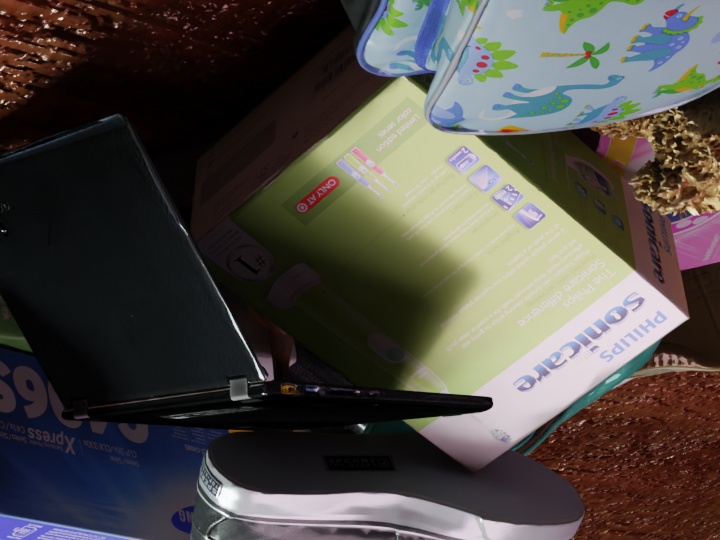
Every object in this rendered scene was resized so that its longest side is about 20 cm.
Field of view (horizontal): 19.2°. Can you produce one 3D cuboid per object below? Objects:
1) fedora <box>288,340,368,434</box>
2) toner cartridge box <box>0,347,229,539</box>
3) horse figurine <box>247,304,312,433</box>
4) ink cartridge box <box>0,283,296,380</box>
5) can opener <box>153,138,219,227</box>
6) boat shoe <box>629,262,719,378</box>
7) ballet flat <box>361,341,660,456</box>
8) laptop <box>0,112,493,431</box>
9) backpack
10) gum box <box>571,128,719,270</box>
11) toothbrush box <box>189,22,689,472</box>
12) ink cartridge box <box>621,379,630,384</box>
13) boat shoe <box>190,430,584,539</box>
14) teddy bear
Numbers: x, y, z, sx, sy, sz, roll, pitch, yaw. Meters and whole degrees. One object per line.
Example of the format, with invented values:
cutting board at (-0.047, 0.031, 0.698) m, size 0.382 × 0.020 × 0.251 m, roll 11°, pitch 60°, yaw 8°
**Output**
fedora at (0.007, 0.064, 1.262) m, size 0.092 × 0.200 × 0.201 m, roll -46°, pitch 159°, yaw -13°
toner cartridge box at (-0.138, 0.102, 1.088) m, size 0.043 × 0.095 × 0.200 m, roll -29°, pitch 152°, yaw 27°
horse figurine at (0.000, 0.000, 1.142) m, size 0.200 × 0.133 × 0.050 m, roll -30°, pitch 179°, yaw -15°
ink cartridge box at (-0.157, 0.038, 1.156) m, size 0.200 × 0.084 × 0.145 m, roll 7°, pitch 148°, yaw -39°
can opener at (-0.006, -0.052, 1.086) m, size 0.199 × 0.067 × 0.053 m, roll -9°, pitch 154°, yaw 0°
boat shoe at (0.171, 0.030, 1.263) m, size 0.199 × 0.072 × 0.065 m, roll -15°, pitch -173°, yaw -17°
ballet flat at (0.087, 0.070, 1.167) m, size 0.200 × 0.067 × 0.070 m, roll -32°, pitch 159°, yaw -13°
laptop at (-0.071, 0.010, 1.000) m, size 0.200 × 0.116 × 0.187 m, roll 6°, pitch 170°, yaw -35°
backpack at (0.097, -0.144, 0.841) m, size 0.199 × 0.147 × 0.183 m, roll -12°, pitch 159°, yaw -16°
gum box at (0.157, -0.065, 1.137) m, size 0.113 × 0.066 × 0.200 m, roll -12°, pitch 155°, yaw -11°
toothbrush box at (0.037, -0.016, 1.031) m, size 0.200 × 0.086 × 0.146 m, roll 38°, pitch 119°, yaw -24°
ink cartridge box at (0.131, 0.032, 1.363) m, size 0.200 × 0.043 × 0.196 m, roll -30°, pitch 151°, yaw 36°
boat shoe at (0.013, 0.129, 1.079) m, size 0.199 × 0.074 × 0.068 m, roll 3°, pitch 121°, yaw -19°
teddy bear at (0.162, -0.092, 0.950) m, size 0.145 × 0.200 × 0.067 m, roll -24°, pitch 127°, yaw -5°
